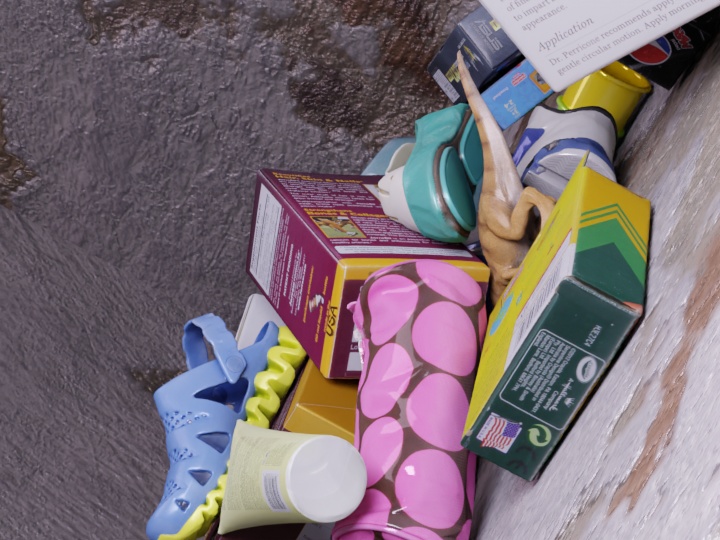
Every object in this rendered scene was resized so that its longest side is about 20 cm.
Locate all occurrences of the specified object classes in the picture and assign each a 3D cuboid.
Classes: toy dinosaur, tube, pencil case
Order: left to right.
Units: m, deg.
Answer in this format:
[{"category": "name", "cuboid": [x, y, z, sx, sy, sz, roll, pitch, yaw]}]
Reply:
[{"category": "tube", "cuboid": [-0.053, 0.127, 1.227, 0.058, 0.052, 0.200, -40, 9, -20]}, {"category": "pencil case", "cuboid": [0.028, 0.097, 1.226, 0.091, 0.094, 0.200, 61, -150, -50]}, {"category": "toy dinosaur", "cuboid": [0.099, -0.042, 1.319, 0.060, 0.106, 0.200, -22, -69, -42]}]

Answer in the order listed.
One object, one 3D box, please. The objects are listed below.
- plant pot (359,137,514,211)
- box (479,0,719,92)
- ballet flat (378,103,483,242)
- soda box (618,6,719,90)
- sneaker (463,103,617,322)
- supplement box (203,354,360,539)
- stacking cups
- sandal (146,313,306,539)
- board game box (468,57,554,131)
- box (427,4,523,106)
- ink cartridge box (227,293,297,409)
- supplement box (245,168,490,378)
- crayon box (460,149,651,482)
[{"category": "plant pot", "cuboid": [0.055, -0.036, 1.674, 0.200, 0.135, 0.200, -53, -4, -5]}, {"category": "box", "cuboid": [0.178, -0.247, 1.224, 0.199, 0.131, 0.200, -26, 25, 36]}, {"category": "ballet flat", "cuboid": [0.050, -0.062, 1.396, 0.070, 0.067, 0.200, -18, 18, 17]}, {"category": "soda box", "cuboid": [0.227, -0.223, 1.395, 0.063, 0.071, 0.200, -56, 6, 51]}, {"category": "sneaker", "cuboid": [0.131, -0.051, 1.427, 0.199, 0.081, 0.115, -49, 11, 44]}, {"category": "supplement box", "cuboid": [-0.021, 0.168, 1.406, 0.200, 0.133, 0.197, -60, 3, 18]}, {"category": "stacking cups", "cuboid": [0.149, -0.068, 1.499, 0.061, 0.060, 0.200, -68, 4, -66]}, {"category": "sandal", "cuboid": [-0.109, 0.106, 1.381, 0.080, 0.087, 0.200, -54, 9, 51]}, {"category": "board game box", "cuboid": [0.170, -0.176, 1.568, 0.200, 0.037, 0.151, -39, 1, -5]}, {"category": "box", "cuboid": [0.139, -0.209, 1.607, 0.158, 0.051, 0.200, -38, 0, -8]}, {"category": "ink cartridge box", "cuboid": [-0.041, 0.133, 1.574, 0.084, 0.146, 0.200, -76, -1, -52]}, {"category": "supplement box", "cuboid": [0.000, 0.000, 1.412, 0.200, 0.110, 0.086, -132, 48, -61]}, {"category": "crayon box", "cuboid": [0.120, 0.021, 1.175, 0.127, 0.051, 0.200, -61, 4, 27]}]
